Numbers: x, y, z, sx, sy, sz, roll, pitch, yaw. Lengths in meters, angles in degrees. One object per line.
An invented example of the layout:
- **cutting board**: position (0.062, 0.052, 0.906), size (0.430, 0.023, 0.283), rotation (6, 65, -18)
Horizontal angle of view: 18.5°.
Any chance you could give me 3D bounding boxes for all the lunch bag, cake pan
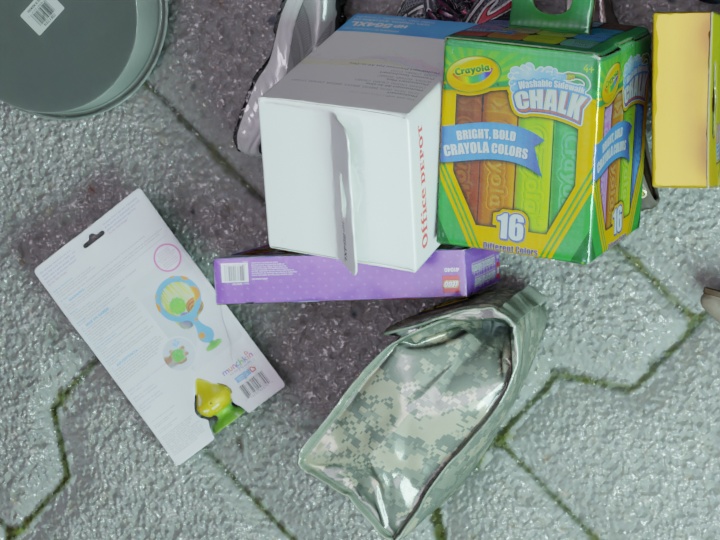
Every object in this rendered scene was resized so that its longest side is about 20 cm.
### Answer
- **lunch bag**: position (0.061, 0.092, 1.697), size (0.117, 0.164, 0.200), rotation (39, 101, 8)
- **cake pan**: position (-0.257, -0.217, 1.803), size (0.199, 0.037, 0.201), rotation (4, 109, 12)

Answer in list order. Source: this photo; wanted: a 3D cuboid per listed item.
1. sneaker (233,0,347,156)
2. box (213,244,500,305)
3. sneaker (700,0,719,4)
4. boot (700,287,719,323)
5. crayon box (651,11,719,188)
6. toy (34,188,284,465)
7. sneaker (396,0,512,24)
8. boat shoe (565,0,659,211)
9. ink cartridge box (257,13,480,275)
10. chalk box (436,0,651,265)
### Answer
- **sneaker**: position (-0.034, -0.178, 1.762), size (0.079, 0.074, 0.201), rotation (21, 104, 3)
- **box**: position (0.000, 0.000, 1.722), size (0.199, 0.137, 0.039), rotation (-2, 95, 15)
- **sneaker**: position (0.311, -0.289, 1.667), size (0.200, 0.078, 0.086), rotation (-47, 70, 5)
- **boot**: position (0.337, 0.108, 1.677), size (0.199, 0.070, 0.147), rotation (18, 100, 13)
- **crayon box**: position (0.246, -0.125, 1.618), size (0.050, 0.200, 0.128), rotation (1, 93, 14)
- **toy**: position (-0.162, 0.045, 1.814), size (0.115, 0.047, 0.200), rotation (-36, 87, 10)
- **sneaker**: position (0.088, -0.227, 1.712), size (0.081, 0.075, 0.200), rotation (45, 114, 7)
- **boat shoe**: position (0.193, -0.143, 1.698), size (0.059, 0.072, 0.201), rotation (-3, 97, 17)
- **ink cartridge box**: position (0.013, -0.095, 1.656), size (0.125, 0.200, 0.129), rotation (9, 120, 24)
- **chalk box**: position (0.136, -0.121, 1.619), size (0.124, 0.124, 0.201), rotation (7, 107, 24)
